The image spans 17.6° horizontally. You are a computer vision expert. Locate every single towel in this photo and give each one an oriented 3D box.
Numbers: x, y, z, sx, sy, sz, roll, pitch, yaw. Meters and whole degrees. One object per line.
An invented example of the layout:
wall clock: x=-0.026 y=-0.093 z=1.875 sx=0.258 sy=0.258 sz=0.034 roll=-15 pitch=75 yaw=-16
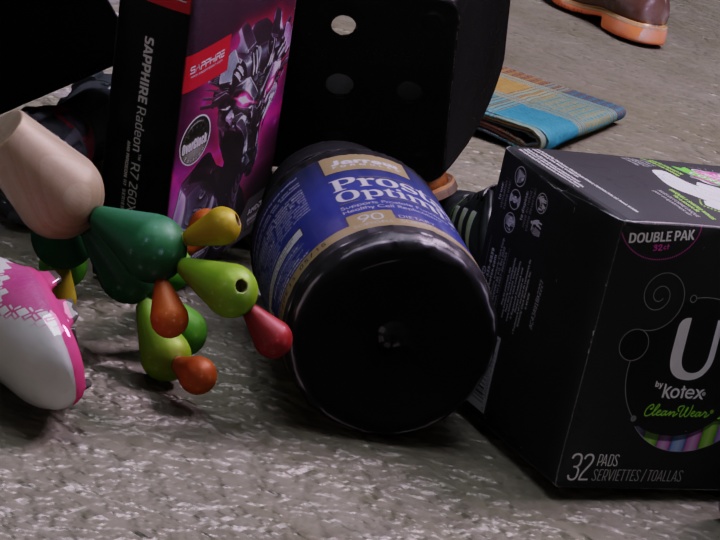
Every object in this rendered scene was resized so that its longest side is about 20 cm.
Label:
towel: x=0.121 y=-0.136 z=1.901 sx=0.146 sy=0.022 sz=0.200 roll=22 pitch=18 yaw=20

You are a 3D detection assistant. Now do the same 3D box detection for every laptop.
laptop: x=-0.227 y=-0.140 z=1.365 sx=0.177 sy=0.104 sz=0.200 roll=-22 pitch=11 yaw=5

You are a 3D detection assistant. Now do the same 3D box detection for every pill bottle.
pill bottle: x=0.000 y=0.000 z=1.253 sx=0.111 sy=0.112 sz=0.200 roll=9 pitch=19 yaw=-14

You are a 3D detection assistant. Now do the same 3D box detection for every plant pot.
plant pot: x=-0.003 y=-0.164 z=1.445 sx=0.199 sy=0.200 sz=0.178 roll=6 pitch=41 yaw=1

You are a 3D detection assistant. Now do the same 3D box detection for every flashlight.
flashlight: x=-0.184 y=-0.079 z=1.444 sx=0.067 sy=0.068 sz=0.200 roll=5 pitch=12 yaw=5

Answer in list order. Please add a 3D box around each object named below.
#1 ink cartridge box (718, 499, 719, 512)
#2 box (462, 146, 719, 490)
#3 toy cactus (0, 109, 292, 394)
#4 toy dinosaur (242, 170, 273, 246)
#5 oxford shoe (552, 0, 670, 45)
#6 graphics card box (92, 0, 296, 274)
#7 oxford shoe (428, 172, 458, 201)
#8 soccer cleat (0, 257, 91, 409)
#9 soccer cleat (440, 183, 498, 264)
ink cartridge box: x=0.315 y=0.085 z=1.171 sx=0.200 sy=0.148 sz=0.145 roll=0 pitch=23 yaw=-36
box: x=0.172 y=0.027 z=1.237 sx=0.199 sy=0.149 sz=0.124 roll=3 pitch=19 yaw=-28
toy cactus: x=-0.123 y=-0.020 z=1.186 sx=0.165 sy=0.102 sz=0.200 roll=48 pitch=-11 yaw=-30
toy dinosaur: x=-0.049 y=-0.039 z=1.445 sx=0.199 sy=0.048 sz=0.088 roll=16 pitch=33 yaw=6
oxford shoe: x=0.253 y=-0.291 z=2.375 sx=0.071 sy=0.073 sz=0.200 roll=0 pitch=22 yaw=-34
graphics card box: x=-0.091 y=-0.097 z=1.306 sx=0.051 sy=0.201 sz=0.125 roll=22 pitch=31 yaw=19
oxford shoe: x=0.017 y=-0.077 z=1.530 sx=0.071 sy=0.071 sz=0.200 roll=-20 pitch=16 yaw=1
soccer cleat: x=-0.200 y=0.020 z=1.144 sx=0.086 sy=0.070 sz=0.200 roll=-19 pitch=32 yaw=-22
soccer cleat: x=0.088 y=-0.023 z=1.436 sx=0.067 sy=0.081 sz=0.200 roll=10 pitch=18 yaw=-11
